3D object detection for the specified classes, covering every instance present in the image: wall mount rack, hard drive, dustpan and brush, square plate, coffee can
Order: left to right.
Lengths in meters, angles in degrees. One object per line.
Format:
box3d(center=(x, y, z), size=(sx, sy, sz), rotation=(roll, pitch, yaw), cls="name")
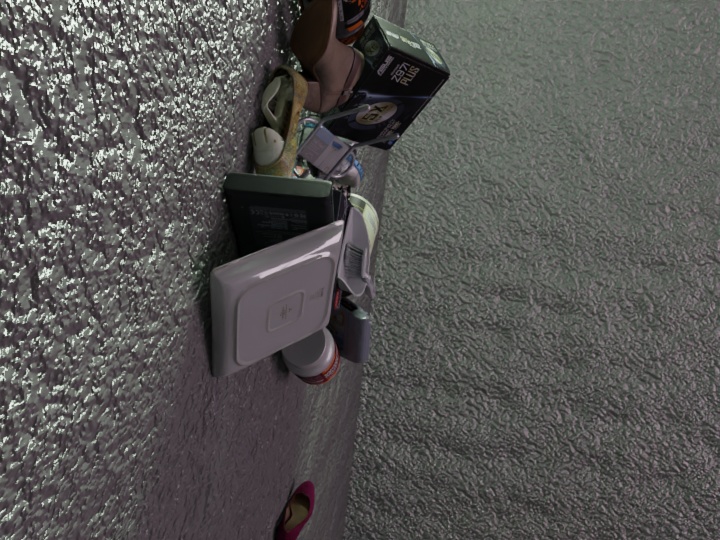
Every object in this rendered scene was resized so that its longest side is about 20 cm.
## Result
box3d(center=(-0.105, 0.045, 0.846), size=(0.195, 0.028, 0.203), rotation=(-24, 143, -32), cls="square plate")
box3d(center=(-0.104, -0.044, 0.879), size=(0.202, 0.136, 0.033), rotation=(90, 7, -51), cls="hard drive")
box3d(center=(-0.043, -0.058, 1.398), size=(0.201, 0.143, 0.149), rotation=(-73, 169, -56), cls="coffee can")
box3d(center=(-0.033, -0.220, 1.145), size=(0.174, 0.075, 0.199), rotation=(-47, 150, 11), cls="wall mount rack")
box3d(center=(0.000, 0.000, 1.143), size=(0.201, 0.056, 0.142), rotation=(88, 11, -62), cls="dustpan and brush")

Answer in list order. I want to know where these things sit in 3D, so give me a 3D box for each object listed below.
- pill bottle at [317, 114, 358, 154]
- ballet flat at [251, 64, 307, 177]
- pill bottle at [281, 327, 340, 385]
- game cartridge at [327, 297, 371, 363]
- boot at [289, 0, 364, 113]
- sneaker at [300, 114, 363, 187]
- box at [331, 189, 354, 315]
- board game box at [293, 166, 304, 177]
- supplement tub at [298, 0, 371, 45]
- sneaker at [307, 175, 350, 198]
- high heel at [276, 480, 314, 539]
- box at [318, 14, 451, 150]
box3d(center=(-0.029, -0.345, 1.326), size=(0.112, 0.109, 0.205), rotation=(72, 26, -76), cls="pill bottle")
box3d(center=(-0.122, -0.202, 0.912), size=(0.071, 0.069, 0.205), rotation=(80, 19, -71), cls="ballet flat")
box3d(center=(-0.102, 0.165, 1.301), size=(0.200, 0.107, 0.112), rotation=(79, 20, -73), cls="pill bottle")
box3d(center=(-0.055, 0.111, 1.401), size=(0.041, 0.198, 0.136), rotation=(-19, 128, -39), cls="game cartridge")
box3d(center=(-0.046, -0.344, 1.030), size=(0.145, 0.071, 0.201), rotation=(-19, 152, -46), cls="boot")
box3d(center=(-0.065, -0.210, 1.260), size=(0.200, 0.074, 0.088), rotation=(43, 64, -50), cls="sneaker")
box3d(center=(-0.082, -0.029, 1.095), size=(0.182, 0.101, 0.205), rotation=(16, 83, -83), cls="box")
box3d(center=(-0.129, -0.085, 1.145), size=(0.202, 0.019, 0.104), rotation=(-76, 173, -46), cls="board game box")
box3d(center=(-0.044, -0.455, 1.007), size=(0.200, 0.119, 0.126), rotation=(79, 20, -73), cls="supplement tub")
box3d(center=(-0.065, -0.167, 1.334), size=(0.200, 0.085, 0.077), rotation=(-63, 162, -68), cls="sneaker")
box3d(center=(-0.148, 0.577, 1.548), size=(0.202, 0.066, 0.098), rotation=(-69, 177, -51), cls="high heel")
box3d(center=(0.038, -0.333, 1.170), size=(0.200, 0.161, 0.087), rotation=(-46, -126, 34), cls="box")
